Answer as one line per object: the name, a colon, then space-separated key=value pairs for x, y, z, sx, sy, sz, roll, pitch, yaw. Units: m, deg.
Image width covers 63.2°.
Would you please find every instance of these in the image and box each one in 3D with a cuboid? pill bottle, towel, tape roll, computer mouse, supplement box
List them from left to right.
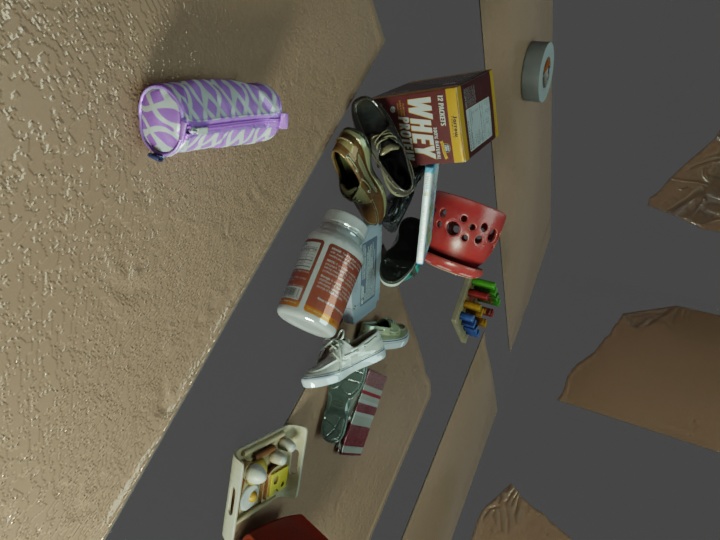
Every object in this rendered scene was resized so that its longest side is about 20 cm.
pill bottle: x=-0.059 y=0.003 z=1.020 sx=0.204 sy=0.110 sz=0.112 roll=-68 pitch=152 yaw=-16
towel: x=0.004 y=0.339 z=1.397 sx=0.144 sy=0.022 sz=0.205 roll=40 pitch=68 yaw=-63
computer mouse: x=0.075 y=-0.142 z=1.230 sx=0.141 sy=0.052 sz=0.200 roll=-62 pitch=178 yaw=-11
supplement box: x=0.148 y=-0.304 z=1.172 sx=0.199 sy=0.193 sz=0.136 roll=-39 pitch=124 yaw=-50
tape roll: x=0.636 y=-0.712 z=2.100 sx=0.200 sy=0.065 sz=0.206 roll=-39 pitch=135 yaw=-52

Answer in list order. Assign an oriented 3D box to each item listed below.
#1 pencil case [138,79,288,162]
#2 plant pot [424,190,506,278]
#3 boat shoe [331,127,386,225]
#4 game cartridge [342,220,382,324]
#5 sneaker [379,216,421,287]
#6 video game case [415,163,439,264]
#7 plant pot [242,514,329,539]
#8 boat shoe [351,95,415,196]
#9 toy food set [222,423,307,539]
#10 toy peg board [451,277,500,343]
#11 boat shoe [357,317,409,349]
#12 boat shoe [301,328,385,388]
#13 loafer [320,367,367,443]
pencil case: x=-0.180 y=-0.192 z=0.727 sx=0.199 sy=0.084 sz=0.086 roll=-32 pitch=132 yaw=-55
plant pot: x=0.255 y=-0.089 z=1.506 sx=0.199 sy=0.197 sz=0.187 roll=1 pitch=109 yaw=-62
boat shoe: x=-0.010 y=-0.164 z=1.094 sx=0.074 sy=0.074 sz=0.203 roll=-50 pitch=136 yaw=-31
game cartridge: x=0.000 y=0.000 z=1.219 sx=0.132 sy=0.041 sz=0.206 roll=-28 pitch=126 yaw=-51
sneaker: x=0.085 y=-0.011 z=1.302 sx=0.123 sy=0.082 sz=0.202 roll=96 pitch=17 yaw=-47
video game case: x=0.143 y=-0.134 z=1.232 sx=0.144 sy=0.017 sz=0.205 roll=-59 pitch=155 yaw=-63
plant pot: x=-0.141 y=0.560 z=1.014 sx=0.203 sy=0.197 sz=0.176 roll=-59 pitch=141 yaw=-8
boat shoe: x=0.051 y=-0.232 z=1.082 sx=0.074 sy=0.073 sz=0.203 roll=-33 pitch=102 yaw=-4
toy food set: x=-0.163 y=0.374 z=1.042 sx=0.199 sy=0.059 sz=0.148 roll=-6 pitch=107 yaw=-61
toy peg board: x=0.400 y=0.129 z=1.987 sx=0.203 sy=0.096 sz=0.201 roll=-67 pitch=151 yaw=-19
boat shoe: x=0.060 y=0.144 z=1.362 sx=0.198 sy=0.071 sz=0.064 roll=-7 pitch=111 yaw=-59
boat shoe: x=-0.036 y=0.159 z=1.156 sx=0.198 sy=0.074 sz=0.089 roll=-19 pitch=100 yaw=-31
loafer: x=-0.035 y=0.263 z=1.252 sx=0.063 sy=0.070 sz=0.205 roll=36 pitch=74 yaw=-81
